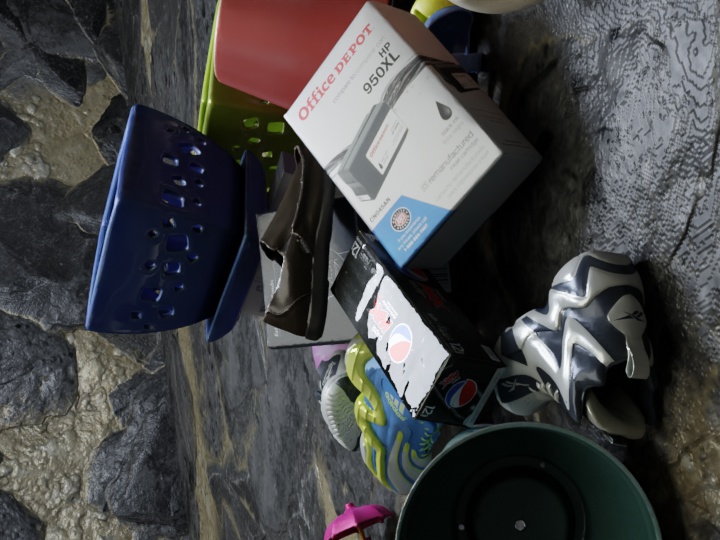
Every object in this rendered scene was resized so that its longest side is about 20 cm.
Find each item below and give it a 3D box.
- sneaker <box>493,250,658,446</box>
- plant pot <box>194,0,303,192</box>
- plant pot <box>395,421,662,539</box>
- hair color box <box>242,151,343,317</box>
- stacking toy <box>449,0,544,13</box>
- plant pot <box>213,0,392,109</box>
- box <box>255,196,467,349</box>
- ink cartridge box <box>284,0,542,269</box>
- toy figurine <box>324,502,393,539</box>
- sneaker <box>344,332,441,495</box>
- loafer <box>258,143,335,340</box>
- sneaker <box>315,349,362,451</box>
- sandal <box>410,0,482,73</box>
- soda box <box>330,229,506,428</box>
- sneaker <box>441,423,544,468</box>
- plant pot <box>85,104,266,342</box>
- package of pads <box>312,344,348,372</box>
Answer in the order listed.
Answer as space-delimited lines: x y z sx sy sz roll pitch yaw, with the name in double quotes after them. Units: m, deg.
0.169 0.093 0.798 0.200 0.079 0.131 123 147 -45 "sneaker"
-0.118 -0.208 1.336 0.200 0.179 0.202 114 161 -51 "plant pot"
0.130 0.214 0.815 0.134 0.198 0.203 6 -101 -83 "plant pot"
-0.079 -0.034 1.243 0.061 0.098 0.201 -101 29 -58 "hair color box"
0.113 -0.324 0.848 0.201 0.144 0.147 -88 10 -46 "stacking toy"
-0.061 -0.261 1.117 0.200 0.175 0.203 -169 90 -90 "plant pot"
0.000 0.000 1.078 0.198 0.107 0.150 -7 87 35 "box"
0.043 -0.123 0.930 0.145 0.084 0.201 -49 66 25 "ink cartridge box"
0.017 0.386 1.275 0.185 0.149 0.201 -101 -8 -56 "toy figurine"
0.049 0.152 0.986 0.105 0.076 0.202 17 136 47 "sneaker"
-0.063 -0.035 0.985 0.073 0.070 0.202 108 165 -74 "loafer"
-0.018 0.135 1.137 0.129 0.199 0.080 36 94 32 "sneaker"
0.068 -0.184 1.025 0.201 0.079 0.088 109 145 -50 "sandal"
0.045 0.048 0.896 0.071 0.063 0.200 -62 34 21 "soda box"
0.102 0.188 1.003 0.200 0.081 0.075 131 132 -63 "sneaker"
-0.212 -0.046 1.203 0.201 0.178 0.201 -97 25 -50 "plant pot"
-0.007 0.050 1.277 0.200 0.075 0.122 135 129 -64 "package of pads"
